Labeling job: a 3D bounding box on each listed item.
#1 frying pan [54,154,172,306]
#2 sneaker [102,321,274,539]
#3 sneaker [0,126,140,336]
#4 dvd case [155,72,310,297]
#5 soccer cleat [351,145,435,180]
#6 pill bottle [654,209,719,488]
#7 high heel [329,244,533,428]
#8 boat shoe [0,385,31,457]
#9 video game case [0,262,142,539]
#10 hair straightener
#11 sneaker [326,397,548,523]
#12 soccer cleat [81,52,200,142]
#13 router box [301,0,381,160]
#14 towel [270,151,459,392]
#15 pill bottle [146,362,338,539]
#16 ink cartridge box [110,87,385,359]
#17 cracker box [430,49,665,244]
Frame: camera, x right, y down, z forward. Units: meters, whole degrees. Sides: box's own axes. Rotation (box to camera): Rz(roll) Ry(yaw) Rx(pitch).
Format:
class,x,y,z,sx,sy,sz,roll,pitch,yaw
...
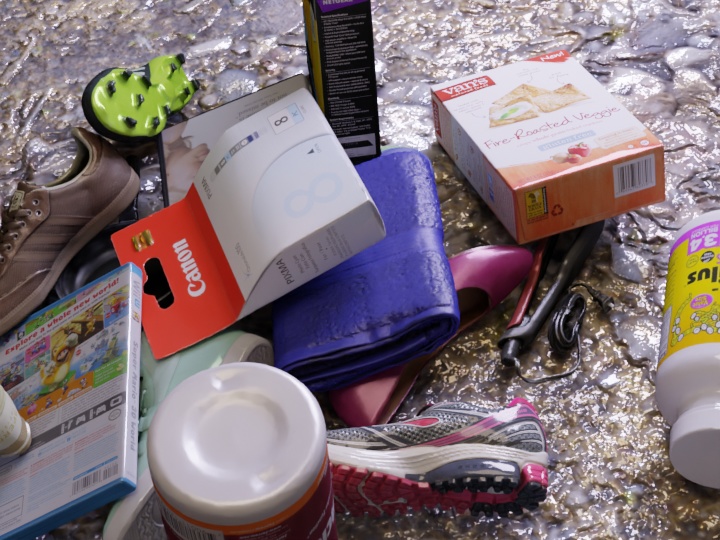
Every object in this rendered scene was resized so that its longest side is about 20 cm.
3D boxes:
class,x,y,z,sx,sy,sz,roll,pitch,yaw
frying pan,-0.210,-0.019,1.279,0.114,0.031,0.190,-23,43,-13
sneaker,-0.157,0.125,1.134,0.117,0.074,0.202,13,58,31
sneaker,-0.270,-0.031,1.239,0.200,0.076,0.070,-50,29,-21
dvd case,-0.095,-0.071,1.245,0.141,0.018,0.201,-21,46,7
soccer cleat,-0.034,-0.069,1.304,0.197,0.066,0.084,-5,19,4
pill bottle,0.275,0.058,1.135,0.103,0.105,0.202,7,50,10
high heel,0.064,0.056,1.177,0.199,0.068,0.096,-31,50,-6
boat shoe,-0.329,0.097,1.161,0.199,0.063,0.074,9,59,39
video game case,-0.224,0.102,1.141,0.142,0.018,0.202,-27,45,23
hair straightener,0.166,0.016,1.216,0.076,0.041,0.201,16,47,15
sneaker,0.036,0.133,1.100,0.197,0.081,0.075,2,57,2
soccer cleat,-0.202,-0.140,1.313,0.080,0.068,0.200,-26,8,18
router box,-0.021,-0.204,1.311,0.050,0.151,0.201,-6,30,-4
towel,0.000,0.000,1.184,0.146,0.050,0.201,-18,43,10
pill bottle,-0.072,0.164,1.003,0.112,0.201,0.115,-1,50,2
ink cartridge box,-0.097,-0.040,1.171,0.198,0.048,0.161,-28,44,-1
cracker box,0.154,-0.110,1.285,0.132,0.058,0.200,-17,34,-10
